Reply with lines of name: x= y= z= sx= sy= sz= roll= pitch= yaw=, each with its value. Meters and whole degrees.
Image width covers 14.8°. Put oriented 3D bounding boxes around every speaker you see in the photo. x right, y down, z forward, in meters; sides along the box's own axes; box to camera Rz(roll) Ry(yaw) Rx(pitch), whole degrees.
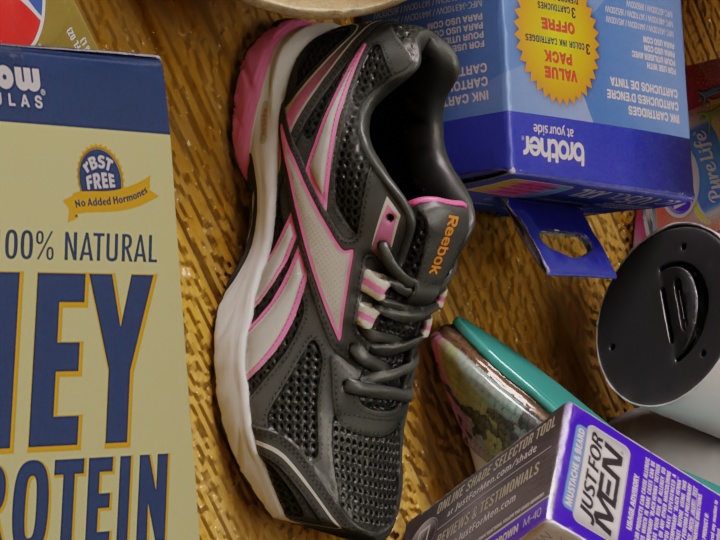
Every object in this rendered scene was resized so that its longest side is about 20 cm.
speaker: x=0.194 y=0.046 z=1.192 sx=0.199 sy=0.081 sz=0.082 roll=22 pitch=67 yaw=-39

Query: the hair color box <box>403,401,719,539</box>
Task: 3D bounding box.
hair color box: x=0.121 y=0.143 z=1.067 sx=0.199 sy=0.109 sz=0.065 roll=32 pitch=45 yaw=-17

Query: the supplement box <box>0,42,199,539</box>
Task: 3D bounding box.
supplement box: x=-0.159 y=0.050 z=0.726 sx=0.134 sy=0.199 sz=0.201 roll=0 pitch=83 yaw=-50

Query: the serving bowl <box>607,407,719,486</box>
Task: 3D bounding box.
serving bowl: x=0.162 y=0.156 z=1.206 sx=0.200 sy=0.066 sz=0.201 roll=12 pitch=75 yaw=-50

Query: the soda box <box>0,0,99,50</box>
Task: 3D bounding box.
soda box: x=-0.154 y=-0.112 z=0.869 sx=0.068 sy=0.064 sz=0.201 roll=-47 pitch=119 yaw=-43

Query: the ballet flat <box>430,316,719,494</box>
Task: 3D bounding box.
ballet flat: x=0.102 y=0.097 z=1.112 sx=0.199 sy=0.071 sz=0.069 roll=31 pitch=11 yaw=-6

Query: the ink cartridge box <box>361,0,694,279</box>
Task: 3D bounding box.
ink cartridge box: x=0.068 y=-0.095 z=1.131 sx=0.136 sy=0.076 sz=0.201 roll=4 pitch=82 yaw=-50

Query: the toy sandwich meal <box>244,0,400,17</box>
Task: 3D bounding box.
toy sandwich meal: x=-0.021 y=-0.192 z=0.993 sx=0.204 sy=0.070 sz=0.206 roll=8 pitch=74 yaw=-29

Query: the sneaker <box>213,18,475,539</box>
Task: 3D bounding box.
sneaker: x=0.000 y=0.000 z=1.019 sx=0.080 sy=0.086 sz=0.201 roll=2 pitch=83 yaw=-49

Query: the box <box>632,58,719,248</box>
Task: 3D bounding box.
box: x=0.220 y=-0.018 z=1.284 sx=0.200 sy=0.094 sz=0.103 roll=27 pitch=63 yaw=-45
